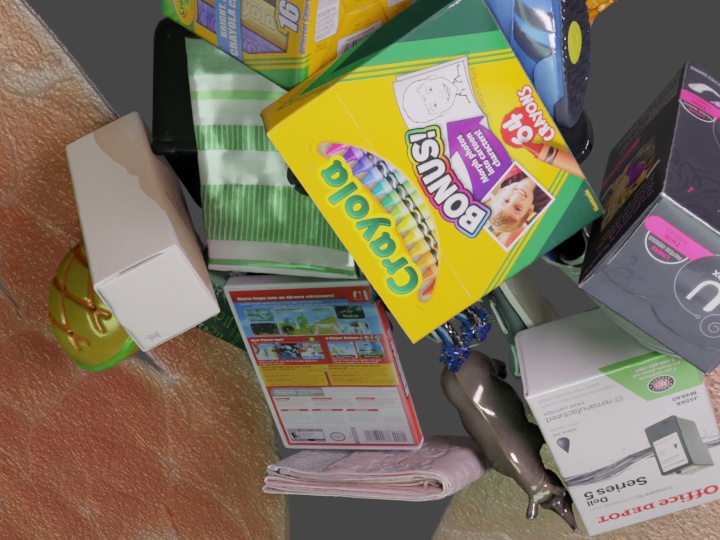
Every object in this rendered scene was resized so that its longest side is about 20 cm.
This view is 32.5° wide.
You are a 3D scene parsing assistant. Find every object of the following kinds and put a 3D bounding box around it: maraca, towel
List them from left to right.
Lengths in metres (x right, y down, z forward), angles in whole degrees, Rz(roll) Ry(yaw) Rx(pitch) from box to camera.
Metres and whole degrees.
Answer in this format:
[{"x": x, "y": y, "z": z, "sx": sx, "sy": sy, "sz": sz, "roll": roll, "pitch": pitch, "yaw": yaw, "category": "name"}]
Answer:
[{"x": -0.234, "y": 0.014, "z": 1.204, "sx": 0.106, "sy": 0.138, "sz": 0.200, "roll": 9, "pitch": 138, "yaw": -47, "category": "maraca"}, {"x": -0.070, "y": -0.093, "z": 1.029, "sx": 0.151, "sy": 0.023, "sz": 0.202, "roll": 3, "pitch": 109, "yaw": 19, "category": "towel"}, {"x": 0.030, "y": 0.184, "z": 1.192, "sx": 0.189, "sy": 0.200, "sz": 0.033, "roll": -1, "pitch": 93, "yaw": 23, "category": "towel"}]

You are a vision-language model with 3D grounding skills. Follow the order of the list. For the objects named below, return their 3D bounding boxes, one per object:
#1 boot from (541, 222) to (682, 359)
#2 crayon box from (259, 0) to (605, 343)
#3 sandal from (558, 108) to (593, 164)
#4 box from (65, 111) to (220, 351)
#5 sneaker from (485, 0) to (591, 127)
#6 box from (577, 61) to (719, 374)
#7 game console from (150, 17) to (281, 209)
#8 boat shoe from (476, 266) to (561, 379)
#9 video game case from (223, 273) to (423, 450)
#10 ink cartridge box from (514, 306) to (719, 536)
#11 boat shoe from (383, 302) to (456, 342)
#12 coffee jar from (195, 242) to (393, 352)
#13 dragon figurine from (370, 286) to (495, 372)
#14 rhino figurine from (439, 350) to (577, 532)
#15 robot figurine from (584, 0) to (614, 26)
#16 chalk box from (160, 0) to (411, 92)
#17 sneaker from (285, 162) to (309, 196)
[{"x": 0.195, "y": 0.001, "z": 0.977, "sx": 0.200, "sy": 0.095, "sz": 0.074, "roll": 38, "pitch": 105, "yaw": 30, "category": "boot"}, {"x": 0.053, "y": -0.076, "z": 0.888, "sx": 0.172, "sy": 0.058, "sz": 0.201, "roll": -35, "pitch": 115, "yaw": 2, "category": "crayon box"}, {"x": 0.093, "y": -0.091, "z": 1.022, "sx": 0.199, "sy": 0.048, "sz": 0.076, "roll": -24, "pitch": 71, "yaw": 22, "category": "sandal"}, {"x": -0.193, "y": -0.038, "z": 1.079, "sx": 0.077, "sy": 0.201, "sz": 0.095, "roll": -26, "pitch": 135, "yaw": 2, "category": "box"}, {"x": 0.114, "y": -0.196, "z": 0.880, "sx": 0.078, "sy": 0.066, "sz": 0.202, "roll": 0, "pitch": 122, "yaw": 28, "category": "sneaker"}, {"x": 0.251, "y": -0.045, "z": 0.922, "sx": 0.122, "sy": 0.201, "sz": 0.106, "roll": 32, "pitch": 130, "yaw": -6, "category": "box"}, {"x": -0.073, "y": -0.132, "z": 1.099, "sx": 0.198, "sy": 0.116, "sz": 0.178, "roll": 3, "pitch": 96, "yaw": 17, "category": "game console"}, {"x": 0.123, "y": 0.023, "z": 1.104, "sx": 0.061, "sy": 0.073, "sz": 0.201, "roll": -20, "pitch": 121, "yaw": 27, "category": "boat shoe"}, {"x": -0.031, "y": 0.087, "z": 1.132, "sx": 0.142, "sy": 0.018, "sz": 0.201, "roll": -2, "pitch": 127, "yaw": 21, "category": "video game case"}, {"x": 0.237, "y": 0.128, "z": 1.091, "sx": 0.144, "sy": 0.084, "sz": 0.201, "roll": -19, "pitch": 127, "yaw": 13, "category": "ink cartridge box"}, {"x": 0.001, "y": 0.001, "z": 1.112, "sx": 0.201, "sy": 0.065, "sz": 0.075, "roll": 23, "pitch": 157, "yaw": 20, "category": "boat shoe"}, {"x": -0.072, "y": 0.044, "z": 1.182, "sx": 0.199, "sy": 0.086, "sz": 0.105, "roll": 31, "pitch": 131, "yaw": -5, "category": "coffee jar"}, {"x": 0.055, "y": -0.001, "z": 0.996, "sx": 0.099, "sy": 0.059, "sz": 0.201, "roll": 20, "pitch": 144, "yaw": 26, "category": "dragon figurine"}, {"x": 0.139, "y": 0.156, "z": 1.140, "sx": 0.060, "sy": 0.087, "sz": 0.201, "roll": -36, "pitch": 75, "yaw": 12, "category": "rhino figurine"}, {"x": 0.096, "y": -0.200, "z": 0.958, "sx": 0.199, "sy": 0.058, "sz": 0.145, "roll": -33, "pitch": 108, "yaw": 35, "category": "robot figurine"}, {"x": -0.068, "y": -0.241, "z": 0.928, "sx": 0.199, "sy": 0.124, "sz": 0.125, "roll": 35, "pitch": 135, "yaw": 25, "category": "chalk box"}, {"x": 0.038, "y": -0.110, "z": 0.961, "sx": 0.198, "sy": 0.080, "sz": 0.074, "roll": -3, "pitch": 158, "yaw": -10, "category": "sneaker"}]
